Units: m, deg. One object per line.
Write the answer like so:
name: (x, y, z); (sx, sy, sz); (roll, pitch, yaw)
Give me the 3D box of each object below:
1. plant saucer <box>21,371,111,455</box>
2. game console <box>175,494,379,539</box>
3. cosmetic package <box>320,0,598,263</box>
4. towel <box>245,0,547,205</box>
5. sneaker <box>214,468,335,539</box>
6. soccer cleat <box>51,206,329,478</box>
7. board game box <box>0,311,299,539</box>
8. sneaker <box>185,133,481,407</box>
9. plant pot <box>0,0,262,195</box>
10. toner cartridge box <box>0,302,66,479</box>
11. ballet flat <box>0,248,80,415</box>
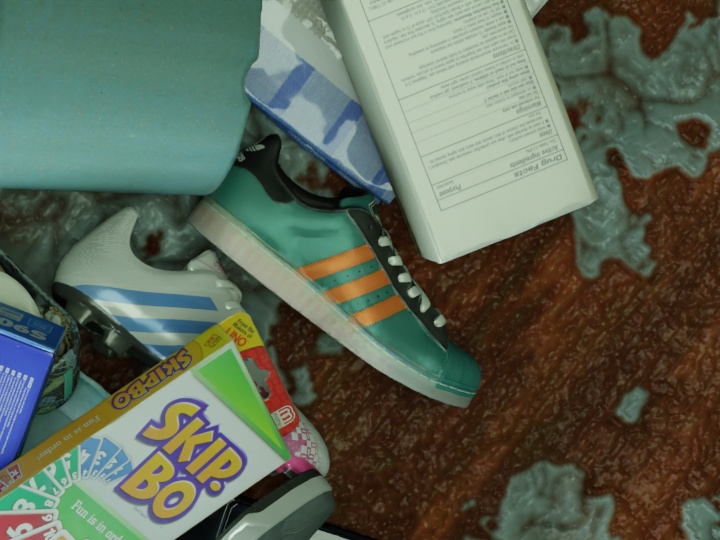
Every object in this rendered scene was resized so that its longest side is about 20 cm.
plant saucer: (-0.213, 0.143, 1.431); (0.200, 0.036, 0.200); (0, 87, -5)
game console: (-0.041, 0.237, 1.439); (0.200, 0.116, 0.176); (20, 91, -11)
cosmetic package: (0.049, -0.115, 1.425); (0.105, 0.071, 0.200); (-21, 98, -8)
towel: (0.021, -0.156, 1.466); (0.147, 0.024, 0.200); (38, 88, -10)
sneaker: (-0.056, 0.212, 1.385); (0.121, 0.084, 0.200); (42, 67, 8)
soccer cleat: (-0.084, 0.042, 1.441); (0.200, 0.070, 0.086); (38, 76, -14)
board game box: (-0.124, 0.112, 1.362); (0.200, 0.030, 0.096); (-36, 129, -14)
sneaker: (0.000, 0.000, 1.450); (0.200, 0.071, 0.080); (37, 92, -9)
plant pot: (-0.166, -0.126, 1.359); (0.196, 0.200, 0.201); (6, 94, -18)
toner cartridge box: (-0.238, 0.109, 1.358); (0.095, 0.043, 0.200); (21, 106, -5)
ballet flat: (-0.227, -0.006, 1.392); (0.200, 0.074, 0.074); (43, 87, 2)
